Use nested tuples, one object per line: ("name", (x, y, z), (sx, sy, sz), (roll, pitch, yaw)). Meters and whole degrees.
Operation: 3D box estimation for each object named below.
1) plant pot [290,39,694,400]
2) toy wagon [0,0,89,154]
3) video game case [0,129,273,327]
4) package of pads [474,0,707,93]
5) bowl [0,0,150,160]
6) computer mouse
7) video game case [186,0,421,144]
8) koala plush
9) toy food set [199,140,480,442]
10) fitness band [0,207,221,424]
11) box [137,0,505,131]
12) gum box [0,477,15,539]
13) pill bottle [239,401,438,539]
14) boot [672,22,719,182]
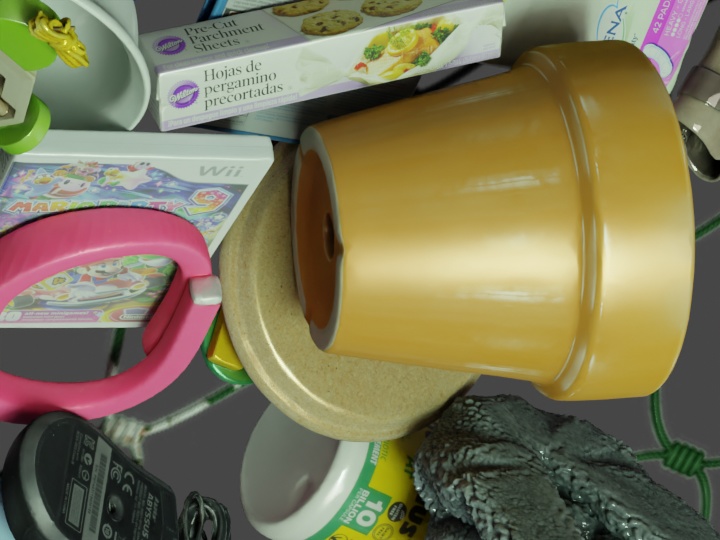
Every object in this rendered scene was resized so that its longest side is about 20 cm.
("plant pot", (0.063, -0.022, 1.341), (0.183, 0.200, 0.200), (-5, 120, -14))
("toy wagon", (-0.216, -0.107, 1.185), (0.200, 0.040, 0.155), (-8, 150, 30))
("video game case", (-0.147, -0.020, 1.347), (0.143, 0.018, 0.200), (1, 152, -23))
("package of pads", (0.138, -0.205, 1.400), (0.154, 0.068, 0.200), (8, 114, -28))
("bowl", (-0.200, -0.143, 1.252), (0.201, 0.090, 0.201), (6, 154, 3))
("computer mouse", (-0.157, 0.160, 1.458), (0.053, 0.139, 0.200), (-14, 138, 30))
("video game case", (-0.010, -0.156, 1.320), (0.143, 0.018, 0.200), (8, 122, -32))
("koala plush", (0.083, 0.197, 1.435), (0.177, 0.184, 0.200), (-4, 131, -40))
("toy food set", (0.000, 0.000, 1.429), (0.198, 0.049, 0.200), (24, 77, -26))
("fitness band", (-0.160, 0.030, 1.372), (0.143, 0.037, 0.200), (-2, 149, -23))
("box", (-0.020, -0.120, 1.303), (0.200, 0.041, 0.039), (-13, 132, -17))
("gum box", (-0.292, 0.174, 1.446), (0.170, 0.045, 0.200), (-45, 126, 6))
("pill bottle", (0.032, 0.146, 1.529), (0.200, 0.113, 0.113), (28, 104, -33))
("boot", (0.235, -0.141, 1.449), (0.146, 0.070, 0.200), (-50, 148, -11))
